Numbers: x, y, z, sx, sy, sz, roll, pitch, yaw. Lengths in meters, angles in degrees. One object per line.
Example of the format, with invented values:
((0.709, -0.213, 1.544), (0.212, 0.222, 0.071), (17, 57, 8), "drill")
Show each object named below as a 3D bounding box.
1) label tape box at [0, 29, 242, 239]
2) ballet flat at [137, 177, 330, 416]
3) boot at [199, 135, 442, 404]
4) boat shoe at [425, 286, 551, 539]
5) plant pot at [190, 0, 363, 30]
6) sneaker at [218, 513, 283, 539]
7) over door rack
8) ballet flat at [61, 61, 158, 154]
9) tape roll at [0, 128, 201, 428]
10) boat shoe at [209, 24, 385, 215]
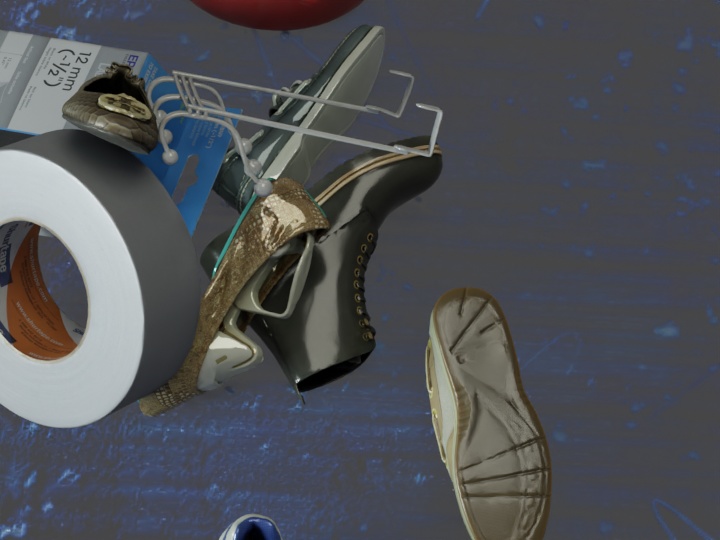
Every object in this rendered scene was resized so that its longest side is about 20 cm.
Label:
((-0.206, -0.097, 1.750), (0.199, 0.066, 0.144), (9, 58, 18), "label tape box")
((-0.087, 0.029, 1.675), (0.065, 0.070, 0.201), (32, 96, 18), "ballet flat")
((0.000, 0.000, 1.747), (0.199, 0.078, 0.139), (-31, 72, -7), "boot")
((0.090, 0.115, 1.688), (0.074, 0.066, 0.201), (-5, 74, -10), "boat shoe")
((-0.066, -0.320, 1.855), (0.199, 0.183, 0.201), (2, 60, -3), "plant pot")
((-0.062, 0.260, 1.575), (0.075, 0.088, 0.201), (-13, 64, -16), "sneaker")
((-0.050, -0.100, 1.678), (0.199, 0.067, 0.148), (-1, 16, -9), "over door rack")
((-0.167, -0.115, 1.620), (0.067, 0.200, 0.047), (26, 95, -9), "ballet flat")
((-0.208, 0.005, 1.636), (0.200, 0.201, 0.066), (43, 36, 17), "tape roll")
((-0.047, -0.123, 1.805), (0.062, 0.073, 0.200), (25, 61, 18), "boat shoe")
